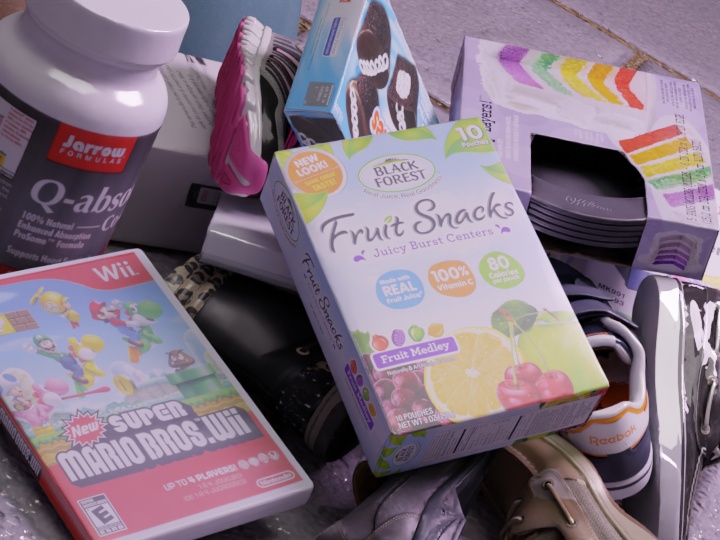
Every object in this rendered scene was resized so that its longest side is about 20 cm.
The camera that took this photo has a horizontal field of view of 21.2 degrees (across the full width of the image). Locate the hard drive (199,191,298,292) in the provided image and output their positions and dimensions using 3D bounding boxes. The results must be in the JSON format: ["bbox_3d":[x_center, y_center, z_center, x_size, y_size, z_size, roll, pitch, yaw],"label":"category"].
[{"bbox_3d":[0.000,0.000,1.230,0.199,0.026,0.132,17,12,-3],"label":"hard drive"}]

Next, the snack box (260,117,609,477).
[{"bbox_3d":[0.041,0.011,1.138,0.142,0.053,0.201,-10,60,-23],"label":"snack box"}]

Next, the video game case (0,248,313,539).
[{"bbox_3d":[-0.135,0.070,1.076,0.143,0.017,0.200,-12,50,-38],"label":"video game case"}]

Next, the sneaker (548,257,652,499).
[{"bbox_3d":[0.140,0.047,1.242,0.078,0.080,0.200,-17,46,-5],"label":"sneaker"}]

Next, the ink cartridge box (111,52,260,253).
[{"bbox_3d":[-0.115,-0.083,1.352,0.199,0.085,0.146,9,32,-34],"label":"ink cartridge box"}]

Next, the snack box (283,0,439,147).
[{"bbox_3d":[0.008,-0.094,1.286,0.037,0.200,0.117,4,60,21],"label":"snack box"}]

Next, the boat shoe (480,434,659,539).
[{"bbox_3d":[0.116,0.158,1.156,0.065,0.072,0.200,-14,36,-26],"label":"boat shoe"}]

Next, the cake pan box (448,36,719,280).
[{"bbox_3d":[0.151,-0.079,1.345,0.183,0.052,0.200,10,37,-1],"label":"cake pan box"}]

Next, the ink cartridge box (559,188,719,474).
[{"bbox_3d":[0.214,0.028,1.392,0.145,0.088,0.200,26,50,-4],"label":"ink cartridge box"}]

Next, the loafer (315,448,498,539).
[{"bbox_3d":[0.031,0.128,1.126,0.072,0.073,0.200,26,24,5],"label":"loafer"}]

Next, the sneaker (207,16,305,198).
[{"bbox_3d":[-0.049,-0.104,1.277,0.087,0.074,0.200,18,26,-11],"label":"sneaker"}]

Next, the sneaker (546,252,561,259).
[{"bbox_3d":[0.119,-0.019,1.472,0.073,0.085,0.200,38,29,17],"label":"sneaker"}]

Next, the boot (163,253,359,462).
[{"bbox_3d":[-0.035,0.036,1.230,0.153,0.074,0.203,31,24,12],"label":"boot"}]

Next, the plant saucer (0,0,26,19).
[{"bbox_3d":[-0.248,-0.190,1.358,0.199,0.037,0.200,-1,7,0],"label":"plant saucer"}]

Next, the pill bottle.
[{"bbox_3d":[-0.183,-0.082,1.146,0.115,0.200,0.116,22,26,-12],"label":"pill bottle"}]

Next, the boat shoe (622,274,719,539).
[{"bbox_3d":[0.212,0.099,1.258,0.063,0.071,0.201,10,69,-10],"label":"boat shoe"}]

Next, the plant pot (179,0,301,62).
[{"bbox_3d":[-0.128,-0.259,1.611,0.199,0.135,0.200,23,25,-11],"label":"plant pot"}]
